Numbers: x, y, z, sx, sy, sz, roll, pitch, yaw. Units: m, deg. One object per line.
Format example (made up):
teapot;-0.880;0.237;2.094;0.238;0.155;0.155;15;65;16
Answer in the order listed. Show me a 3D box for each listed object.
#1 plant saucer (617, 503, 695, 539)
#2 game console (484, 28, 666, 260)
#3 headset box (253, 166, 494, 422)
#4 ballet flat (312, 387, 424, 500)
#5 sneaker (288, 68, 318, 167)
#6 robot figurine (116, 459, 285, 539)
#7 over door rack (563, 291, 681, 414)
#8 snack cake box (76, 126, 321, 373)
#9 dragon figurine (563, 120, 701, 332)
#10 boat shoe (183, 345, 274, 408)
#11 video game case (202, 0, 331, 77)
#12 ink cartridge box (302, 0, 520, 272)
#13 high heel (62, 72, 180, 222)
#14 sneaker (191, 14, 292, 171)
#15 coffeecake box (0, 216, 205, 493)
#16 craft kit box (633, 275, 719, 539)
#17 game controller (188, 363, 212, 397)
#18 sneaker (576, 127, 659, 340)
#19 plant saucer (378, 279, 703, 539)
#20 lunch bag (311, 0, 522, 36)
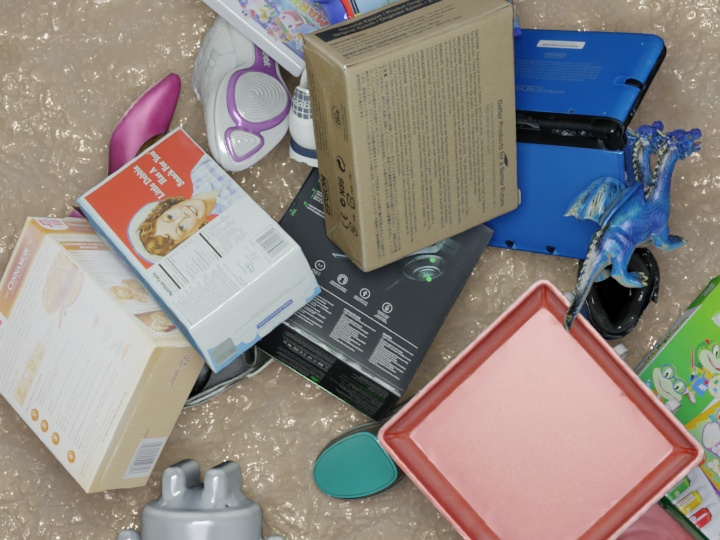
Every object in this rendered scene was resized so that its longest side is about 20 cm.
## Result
plant saucer;0.258;0.282;1.480;0.199;0.037;0.200;-43;92;1
game console;0.174;-0.117;1.418;0.199;0.119;0.171;10;57;39
headset box;0.000;0.000;1.412;0.173;0.093;0.201;31;67;-1
ballet flat;0.039;0.156;1.445;0.199;0.064;0.068;-34;85;38
sneaker;-0.003;-0.177;1.399;0.076;0.201;0.081;10;133;21
robot figurine;-0.145;0.276;1.436;0.168;0.113;0.202;2;91;15
over door rack;0.170;0.142;1.404;0.148;0.066;0.200;47;116;20
snack cake box;-0.139;-0.021;1.327;0.115;0.067;0.200;-37;51;-10
dragon figurine;0.209;-0.042;1.293;0.200;0.059;0.100;-38;119;-20
boat shoe;-0.101;0.063;1.456;0.199;0.064;0.071;-39;92;0
video game case;-0.056;-0.283;1.420;0.143;0.018;0.200;39;58;-2
ink cartridge box;0.046;-0.121;1.311;0.164;0.075;0.201;-23;129;-23
high heel;-0.198;-0.078;1.445;0.096;0.067;0.201;35;96;9
sneaker;-0.110;-0.160;1.406;0.074;0.100;0.201;25;48;-26
coffeecake box;-0.241;0.070;1.383;0.200;0.073;0.154;41;114;32
craft kit box;0.343;0.142;1.454;0.200;0.049;0.198;43;77;0
game controller;-0.155;0.018;1.418;0.104;0.042;0.202;-9;67;41
sneaker;0.235;-0.036;1.434;0.076;0.111;0.202;7;91;-1
plant saucer;0.151;0.145;1.327;0.200;0.037;0.200;-44;83;8
lunch bag;0.032;-0.251;1.367;0.094;0.199;0.152;-14;95;44
